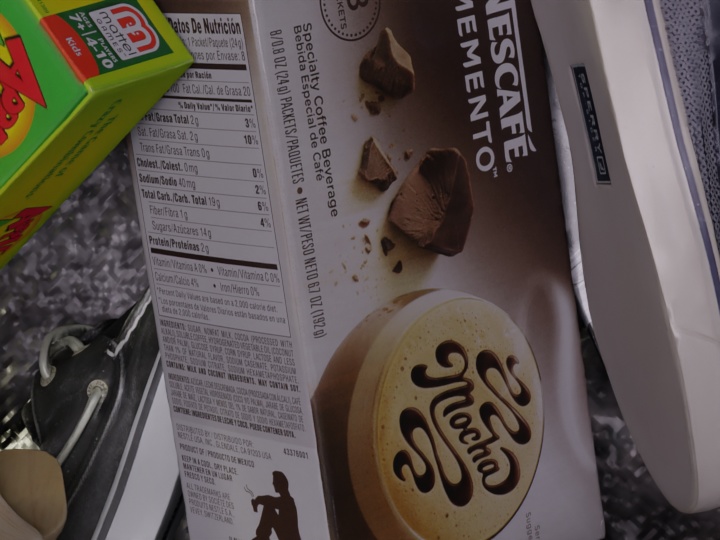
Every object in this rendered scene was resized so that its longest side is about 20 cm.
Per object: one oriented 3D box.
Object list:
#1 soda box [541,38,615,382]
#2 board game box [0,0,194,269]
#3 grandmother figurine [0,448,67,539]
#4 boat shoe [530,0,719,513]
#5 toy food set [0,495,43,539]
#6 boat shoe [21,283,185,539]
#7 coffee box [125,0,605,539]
[{"bbox_3d":[0.075,-0.068,0.836,0.070,0.063,0.201,-23,86,6],"label":"soda box"},{"bbox_3d":[-0.146,-0.042,0.783,0.200,0.048,0.102,-42,79,38],"label":"board game box"},{"bbox_3d":[-0.133,0.145,0.825,0.121,0.061,0.201,15,127,18],"label":"grandmother figurine"},{"bbox_3d":[0.114,-0.033,0.766,0.092,0.075,0.201,-15,102,-14],"label":"boat shoe"},{"bbox_3d":[-0.183,0.009,0.698,0.143,0.060,0.201,-21,95,-26],"label":"toy food set"},{"bbox_3d":[-0.082,0.049,0.851,0.063,0.071,0.201,22,94,6],"label":"boat shoe"},{"bbox_3d":[0.000,0.000,0.791,0.080,0.113,0.201,7,109,50],"label":"coffee box"}]
